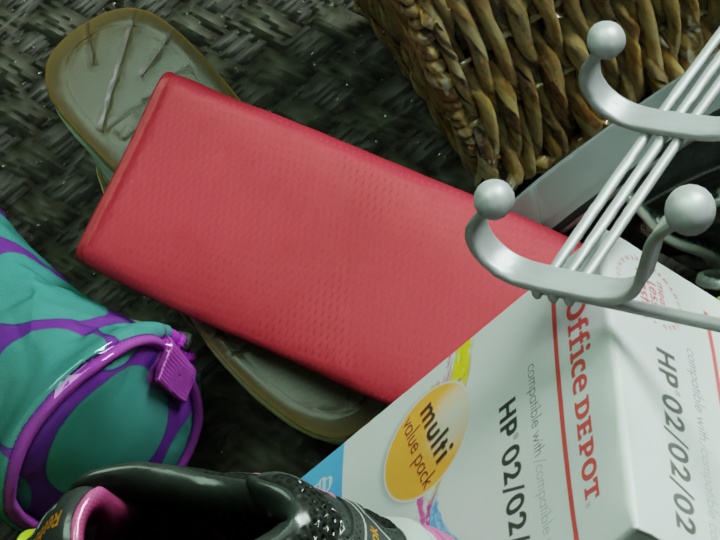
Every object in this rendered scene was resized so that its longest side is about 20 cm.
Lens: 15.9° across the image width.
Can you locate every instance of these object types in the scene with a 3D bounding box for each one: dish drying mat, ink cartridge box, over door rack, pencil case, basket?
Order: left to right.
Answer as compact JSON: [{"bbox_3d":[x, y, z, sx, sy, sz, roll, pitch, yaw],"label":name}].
[{"bbox_3d":[-0.135,0.021,0.949,0.092,0.085,0.200,-38,43,-14],"label":"pencil case"},{"bbox_3d":[0.000,0.000,0.877,0.199,0.018,0.077,23,84,24],"label":"dish drying mat"},{"bbox_3d":[0.052,-0.159,0.948,0.142,0.200,0.149,-28,42,-1],"label":"basket"},{"bbox_3d":[0.058,0.072,0.748,0.200,0.068,0.115,-41,33,32],"label":"ink cartridge box"},{"bbox_3d":[0.146,-0.036,0.698,0.199,0.067,0.148,20,56,28],"label":"over door rack"}]

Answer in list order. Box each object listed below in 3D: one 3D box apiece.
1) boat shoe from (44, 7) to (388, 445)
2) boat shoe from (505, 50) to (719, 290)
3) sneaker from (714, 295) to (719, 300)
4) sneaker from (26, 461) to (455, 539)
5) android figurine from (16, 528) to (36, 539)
[{"bbox_3d":[-0.042,-0.012,0.948,0.074,0.066,0.200,-32,63,-6],"label":"boat shoe"},{"bbox_3d":[0.118,-0.029,0.860,0.199,0.068,0.074,-36,-5,39],"label":"boat shoe"},{"bbox_3d":[0.153,0.065,0.774,0.083,0.072,0.200,-19,43,4],"label":"sneaker"},{"bbox_3d":[-0.069,0.088,0.730,0.199,0.086,0.081,-18,50,31],"label":"sneaker"},{"bbox_3d":[-0.122,0.162,0.797,0.200,0.041,0.182,32,65,18],"label":"android figurine"}]
